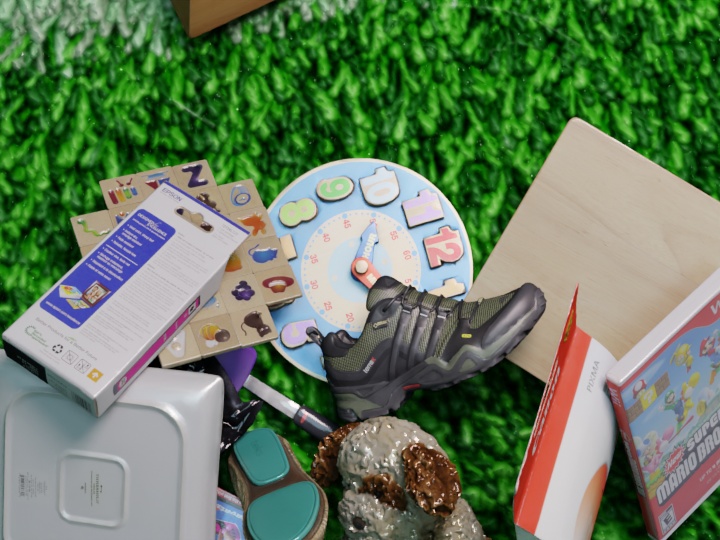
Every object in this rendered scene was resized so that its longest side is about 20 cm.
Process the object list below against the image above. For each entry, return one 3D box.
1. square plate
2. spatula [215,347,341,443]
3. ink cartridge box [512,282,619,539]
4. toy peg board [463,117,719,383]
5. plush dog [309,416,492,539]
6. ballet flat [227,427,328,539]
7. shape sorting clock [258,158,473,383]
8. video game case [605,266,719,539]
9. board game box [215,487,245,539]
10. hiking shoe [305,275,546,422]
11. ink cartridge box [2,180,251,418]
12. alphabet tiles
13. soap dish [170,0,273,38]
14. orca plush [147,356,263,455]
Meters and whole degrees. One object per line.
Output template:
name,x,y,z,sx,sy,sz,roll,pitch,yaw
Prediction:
square plate,-0.210,0.173,0.987,0.195,0.028,0.203,6,101,8
spatula,-0.067,0.114,1.056,0.198,0.021,0.057,32,85,5
ink cartridge box,0.157,0.127,0.896,0.049,0.201,0.164,14,64,15
toy peg board,0.214,0.009,1.061,0.198,0.098,0.201,31,95,6
plush dog,0.040,0.196,0.968,0.160,0.199,0.174,-29,109,-36
ballet flat,-0.059,0.190,0.962,0.070,0.200,0.066,-18,110,-5
shape sorting clock,0.000,0.000,1.073,0.197,0.039,0.203,0,77,-1
video game case,0.265,0.109,0.982,0.143,0.201,0.017,-39,41,-18
board game box,-0.171,0.215,1.033,0.198,0.019,0.104,24,80,4
hiking shoe,0.051,0.045,0.997,0.198,0.076,0.102,-27,92,14
ink cartridge box,-0.182,0.018,0.987,0.094,0.037,0.200,30,57,15
alphabet tiles,-0.147,-0.011,1.041,0.164,0.006,0.202,-14,56,-19
soap dish,-0.128,-0.334,1.121,0.156,0.081,0.202,-25,78,-6
orca plush,-0.180,0.076,1.021,0.105,0.071,0.201,-43,77,14
